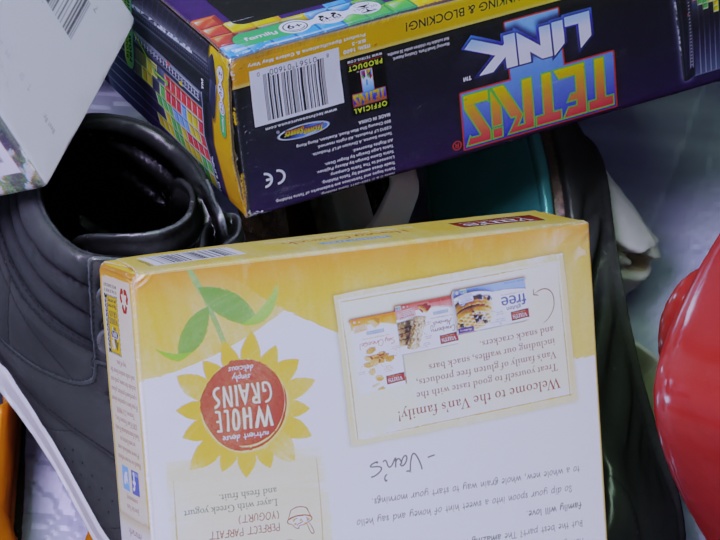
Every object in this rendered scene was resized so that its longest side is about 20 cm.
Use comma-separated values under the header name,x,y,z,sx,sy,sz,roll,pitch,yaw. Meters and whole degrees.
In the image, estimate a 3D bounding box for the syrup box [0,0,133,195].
name,x,y,z,sx,sy,sz,roll,pitch,yaw
syrup box,-0.179,-0.063,0.921,0.199,0.079,0.082,-9,40,31

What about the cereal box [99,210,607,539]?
name,x,y,z,sx,sy,sz,roll,pitch,yaw
cereal box,0.003,0.089,0.882,0.143,0.039,0.201,-6,98,-21

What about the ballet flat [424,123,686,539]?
name,x,y,z,sx,sy,sz,roll,pitch,yaw
ballet flat,0.066,0.017,0.993,0.068,0.068,0.201,12,59,-37

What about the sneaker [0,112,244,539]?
name,x,y,z,sx,sy,sz,roll,pitch,yaw
sneaker,-0.051,0.038,0.908,0.071,0.099,0.200,-33,76,-31

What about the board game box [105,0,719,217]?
name,x,y,z,sx,sy,sz,roll,pitch,yaw
board game box,0.018,-0.095,0.976,0.199,0.057,0.165,-16,28,-19

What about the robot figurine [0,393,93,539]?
name,x,y,z,sx,sy,sz,roll,pitch,yaw
robot figurine,-0.098,0.050,0.988,0.144,0.058,0.201,0,60,-1

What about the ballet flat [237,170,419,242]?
name,x,y,z,sx,sy,sz,roll,pitch,yaw
ballet flat,0.000,0.000,0.996,0.068,0.072,0.201,9,53,-30

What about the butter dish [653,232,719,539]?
name,x,y,z,sx,sy,sz,roll,pitch,yaw
butter dish,0.158,0.033,0.930,0.147,0.200,0.200,16,60,40
